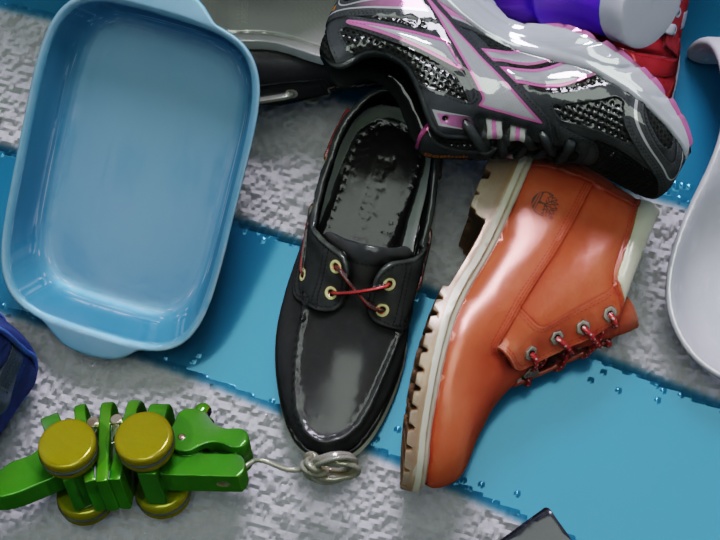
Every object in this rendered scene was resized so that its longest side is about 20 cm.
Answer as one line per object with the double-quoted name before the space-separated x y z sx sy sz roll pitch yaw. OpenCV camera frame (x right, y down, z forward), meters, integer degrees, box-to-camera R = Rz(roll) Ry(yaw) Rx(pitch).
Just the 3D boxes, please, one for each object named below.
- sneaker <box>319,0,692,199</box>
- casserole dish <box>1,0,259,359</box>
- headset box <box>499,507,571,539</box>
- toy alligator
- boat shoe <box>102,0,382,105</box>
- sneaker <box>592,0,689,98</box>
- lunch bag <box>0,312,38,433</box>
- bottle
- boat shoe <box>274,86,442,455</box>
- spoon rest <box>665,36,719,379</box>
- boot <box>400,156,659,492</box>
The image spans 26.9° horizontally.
"sneaker" 0.066 -0.084 0.766 0.199 0.080 0.087 30 74 8
"casserole dish" -0.119 -0.053 0.798 0.120 0.039 0.202 16 105 4
"headset box" 0.057 0.244 0.716 0.199 0.093 0.175 -33 76 -6
"toy alligator" -0.100 0.091 0.783 0.198 0.060 0.055 -5 51 1
"boat shoe" -0.046 -0.122 0.836 0.198 0.061 0.074 0 49 0
"sneaker" 0.162 -0.170 0.807 0.071 0.112 0.202 12 76 -11
"lunch bag" -0.260 0.086 0.751 0.132 0.136 0.201 33 80 11
"bottle" 0.081 -0.173 0.797 0.200 0.065 0.084 34 90 41
"boat shoe" -0.003 -0.001 0.801 0.073 0.063 0.203 13 78 3
"spoon rest" 0.206 -0.037 0.801 0.098 0.061 0.202 -4 74 2
"boot" 0.087 0.032 0.784 0.107 0.075 0.201 23 76 4
